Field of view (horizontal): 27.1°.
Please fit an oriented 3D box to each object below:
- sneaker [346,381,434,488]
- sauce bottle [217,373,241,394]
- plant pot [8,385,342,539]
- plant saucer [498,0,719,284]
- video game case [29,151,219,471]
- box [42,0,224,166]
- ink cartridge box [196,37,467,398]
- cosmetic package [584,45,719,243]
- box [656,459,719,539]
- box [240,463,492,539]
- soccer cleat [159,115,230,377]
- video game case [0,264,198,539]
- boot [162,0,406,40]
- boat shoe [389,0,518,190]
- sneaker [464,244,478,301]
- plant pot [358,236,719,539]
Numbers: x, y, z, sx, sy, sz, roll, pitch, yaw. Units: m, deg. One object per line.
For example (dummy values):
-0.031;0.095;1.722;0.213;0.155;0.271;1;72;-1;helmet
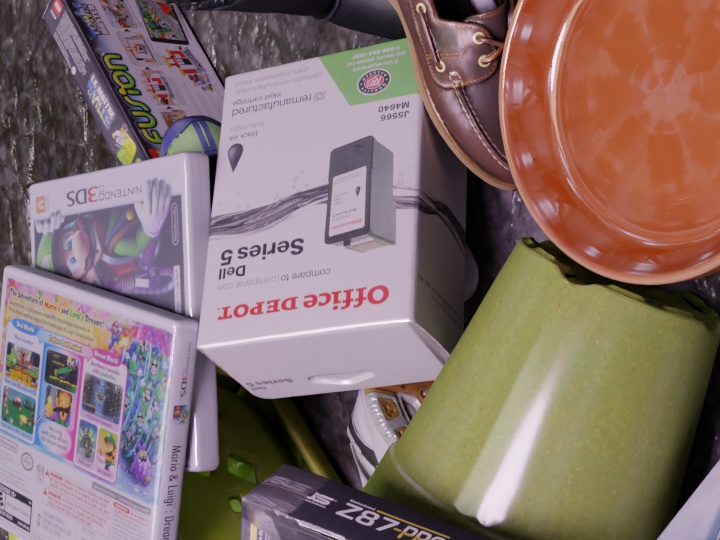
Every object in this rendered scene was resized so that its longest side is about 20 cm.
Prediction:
0.050;0.163;1.000;0.200;0.075;0.088;68;150;25;sneaker
-0.134;0.025;1.126;0.065;0.065;0.200;38;150;39;sauce bottle
-0.119;0.197;1.101;0.200;0.181;0.199;55;131;29;plant pot
0.154;-0.093;0.764;0.200;0.032;0.201;4;95;49;plant saucer
-0.161;0.031;0.990;0.182;0.023;0.201;-6;85;45;video game case
-0.159;-0.137;1.162;0.035;0.110;0.200;-52;57;38;box
-0.013;-0.032;0.939;0.145;0.084;0.200;-9;61;22;ink cartridge box
0.217;-0.053;0.773;0.200;0.071;0.102;20;108;45;cosmetic package
0.206;0.169;0.737;0.136;0.200;0.038;27;158;44;box
0.011;0.218;0.773;0.161;0.049;0.201;15;116;26;box
-0.101;-0.007;1.028;0.084;0.065;0.201;-129;29;-61;soccer cleat
-0.182;0.102;0.977;0.200;0.024;0.183;14;100;45;video game case
-0.026;-0.188;0.966;0.198;0.162;0.074;23;109;44;boot
0.064;-0.144;0.889;0.200;0.070;0.070;62;156;0;boat shoe
0.000;0.000;1.038;0.200;0.071;0.099;27;132;33;sneaker
0.111;0.088;0.842;0.200;0.200;0.190;31;105;42;plant pot
